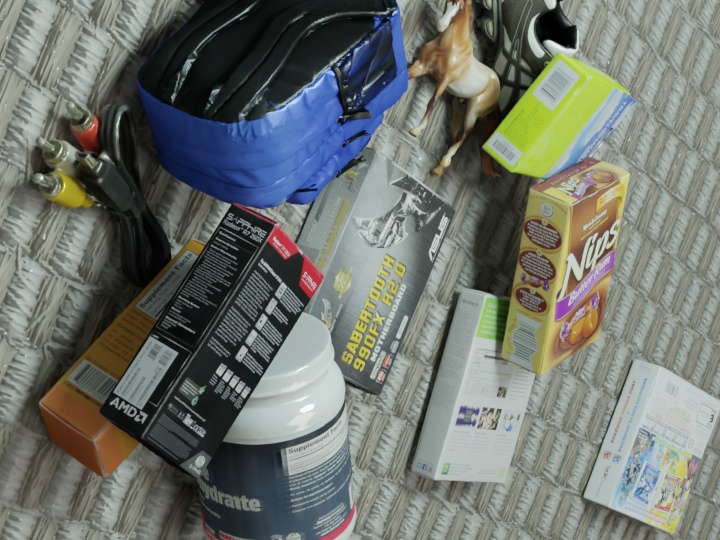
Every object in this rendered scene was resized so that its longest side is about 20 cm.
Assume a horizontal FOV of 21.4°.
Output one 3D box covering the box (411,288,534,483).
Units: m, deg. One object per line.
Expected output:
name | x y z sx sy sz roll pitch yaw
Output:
box | 0.130 0.124 2.016 0.144 0.036 0.201 12 96 -54

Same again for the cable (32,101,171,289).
cable | -0.199 -0.064 1.527 0.097 0.050 0.200 -67 156 -20

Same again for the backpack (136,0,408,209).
backpack | -0.070 -0.136 1.548 0.200 0.162 0.168 -43 138 -35

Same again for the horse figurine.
horse figurine | 0.092 -0.171 1.844 0.133 0.050 0.200 -58 141 -11

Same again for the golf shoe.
golf shoe | 0.175 -0.205 1.901 0.078 0.094 0.200 -48 139 -31

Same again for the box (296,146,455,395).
box | 0.000 0.000 1.792 0.158 0.048 0.201 34 76 -53

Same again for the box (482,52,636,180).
box | 0.202 -0.148 1.899 0.122 0.048 0.200 -51 163 12

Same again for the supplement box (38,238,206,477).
supplement box | -0.172 0.070 1.563 0.200 0.069 0.067 -47 155 -25

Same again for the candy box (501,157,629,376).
candy box | 0.210 -0.004 1.958 0.117 0.056 0.201 -27 132 -46

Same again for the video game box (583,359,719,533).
video game box | 0.366 0.222 2.369 0.200 0.047 0.183 28 79 -53

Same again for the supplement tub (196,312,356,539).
supplement tub | -0.079 0.149 1.672 0.140 0.140 0.201 -32 128 -42

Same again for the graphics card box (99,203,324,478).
graphics card box | -0.115 0.058 1.521 0.200 0.051 0.125 -59 155 -9
